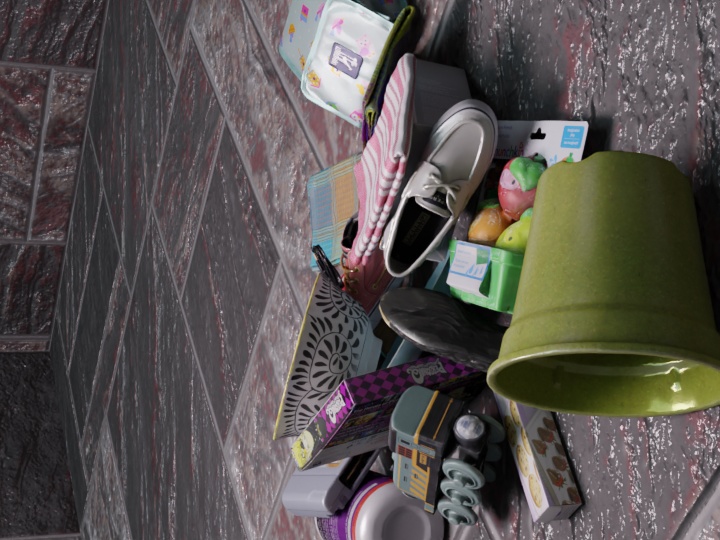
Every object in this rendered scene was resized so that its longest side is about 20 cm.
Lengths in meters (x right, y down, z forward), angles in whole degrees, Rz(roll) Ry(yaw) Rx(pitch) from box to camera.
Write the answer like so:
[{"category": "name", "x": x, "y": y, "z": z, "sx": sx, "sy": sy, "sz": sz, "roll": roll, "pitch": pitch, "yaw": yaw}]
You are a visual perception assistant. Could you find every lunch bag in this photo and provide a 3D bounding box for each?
[{"category": "lunch bag", "x": -0.014, "y": -0.306, "z": 1.621, "sx": 0.200, "sy": 0.122, "sz": 0.171, "roll": 60, "pitch": 142, "yaw": 39}]

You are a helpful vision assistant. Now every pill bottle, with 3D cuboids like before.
[{"category": "pill bottle", "x": 0.014, "y": 0.305, "z": 1.528, "sx": 0.200, "sy": 0.112, "sz": 0.113, "roll": 179, "pitch": 93, "yaw": -66}]

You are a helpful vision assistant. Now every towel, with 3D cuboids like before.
[{"category": "towel", "x": 0.034, "y": -0.217, "z": 1.485, "sx": 0.200, "sy": 0.023, "sz": 0.144, "roll": 88, "pitch": -157, "yaw": -74}, {"category": "towel", "x": -0.030, "y": -0.083, "z": 1.765, "sx": 0.200, "sy": 0.022, "sz": 0.147, "roll": 162, "pitch": 107, "yaw": -65}, {"category": "towel", "x": 0.022, "y": -0.117, "z": 1.342, "sx": 0.200, "sy": 0.030, "sz": 0.147, "roll": 111, "pitch": 167, "yaw": -52}]

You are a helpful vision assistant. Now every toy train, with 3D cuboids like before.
[{"category": "toy train", "x": 0.086, "y": 0.198, "z": 1.310, "sx": 0.200, "sy": 0.114, "sz": 0.085, "roll": 90, "pitch": -154, "yaw": -57}]

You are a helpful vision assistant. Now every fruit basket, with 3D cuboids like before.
[{"category": "fruit basket", "x": 0.154, "y": -0.055, "z": 1.255, "sx": 0.185, "sy": 0.093, "sz": 0.201, "roll": -161, "pitch": 78, "yaw": -67}]

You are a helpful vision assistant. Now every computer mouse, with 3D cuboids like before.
[{"category": "computer mouse", "x": -0.017, "y": 0.058, "z": 1.604, "sx": 0.200, "sy": 0.034, "sz": 0.059, "roll": 61, "pitch": -176, "yaw": 4}]

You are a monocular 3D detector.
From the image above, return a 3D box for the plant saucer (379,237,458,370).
[{"category": "plant saucer", "x": 0.071, "y": 0.056, "z": 1.407, "sx": 0.200, "sy": 0.027, "sz": 0.200, "roll": -60, "pitch": -1, "yaw": -2}]

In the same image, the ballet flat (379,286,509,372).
[{"category": "ballet flat", "x": 0.106, "y": 0.073, "z": 1.269, "sx": 0.067, "sy": 0.200, "sz": 0.057, "roll": -57, "pitch": -24, "yaw": -21}]

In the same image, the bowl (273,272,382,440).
[{"category": "bowl", "x": -0.031, "y": 0.111, "z": 1.435, "sx": 0.201, "sy": 0.094, "sz": 0.201, "roll": 16, "pitch": -90, "yaw": -89}]

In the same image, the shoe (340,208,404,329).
[{"category": "shoe", "x": 0.000, "y": 0.000, "z": 1.508, "sx": 0.200, "sy": 0.091, "sz": 0.072, "roll": -53, "pitch": 33, "yaw": 11}]

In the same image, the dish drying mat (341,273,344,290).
[{"category": "dish drying mat", "x": -0.007, "y": 0.102, "z": 1.706, "sx": 0.077, "sy": 0.018, "sz": 0.201, "roll": 126, "pitch": 139, "yaw": -51}]

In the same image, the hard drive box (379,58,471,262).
[{"category": "hard drive box", "x": 0.072, "y": -0.129, "z": 1.396, "sx": 0.200, "sy": 0.077, "sz": 0.156, "roll": -91, "pitch": 15, "yaw": -61}]

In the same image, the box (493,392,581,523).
[{"category": "box", "x": 0.172, "y": 0.158, "z": 1.263, "sx": 0.041, "sy": 0.039, "sz": 0.200, "roll": 118, "pitch": 145, "yaw": -50}]

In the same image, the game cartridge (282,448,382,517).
[{"category": "game cartridge", "x": -0.017, "y": 0.218, "z": 1.548, "sx": 0.133, "sy": 0.042, "sz": 0.200, "roll": -11, "pitch": 39, "yaw": 57}]

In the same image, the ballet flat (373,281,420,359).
[{"category": "ballet flat", "x": 0.038, "y": 0.042, "z": 1.566, "sx": 0.072, "sy": 0.068, "sz": 0.200, "roll": -59, "pitch": 29, "yaw": 22}]

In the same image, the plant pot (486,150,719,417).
[{"category": "plant pot", "x": 0.210, "y": 0.009, "z": 1.032, "sx": 0.200, "sy": 0.200, "sz": 0.185, "roll": 145, "pitch": 134, "yaw": -61}]

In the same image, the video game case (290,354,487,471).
[{"category": "video game case", "x": 0.040, "y": 0.150, "z": 1.369, "sx": 0.036, "sy": 0.200, "sz": 0.181, "roll": 65, "pitch": 148, "yaw": 21}]

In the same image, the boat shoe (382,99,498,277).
[{"category": "boat shoe", "x": 0.078, "y": -0.080, "z": 1.268, "sx": 0.200, "sy": 0.072, "sz": 0.066, "roll": -56, "pitch": 9, "yaw": 26}]
